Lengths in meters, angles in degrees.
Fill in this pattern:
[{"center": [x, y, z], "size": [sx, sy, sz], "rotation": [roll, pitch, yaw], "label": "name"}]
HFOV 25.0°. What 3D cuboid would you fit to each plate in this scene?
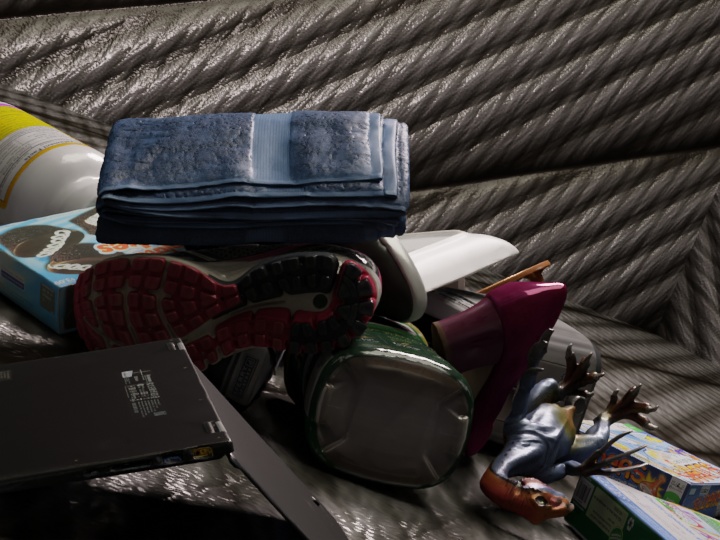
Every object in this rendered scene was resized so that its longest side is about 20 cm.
[{"center": [0.000, 0.000, 1.355], "size": [0.199, 0.033, 0.199], "rotation": [-4, 11, 41], "label": "plate"}]

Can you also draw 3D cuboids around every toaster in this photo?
[{"center": [0.092, 0.074, 1.355], "size": [0.129, 0.114, 0.200], "rotation": [15, 7, -41], "label": "toaster"}]

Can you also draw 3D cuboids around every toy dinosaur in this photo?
[{"center": [0.132, 0.130, 1.123], "size": [0.105, 0.200, 0.181], "rotation": [42, 49, 15], "label": "toy dinosaur"}]

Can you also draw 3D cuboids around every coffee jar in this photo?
[{"center": [0.006, 0.077, 1.084], "size": [0.104, 0.086, 0.200], "rotation": [14, 7, -10], "label": "coffee jar"}]

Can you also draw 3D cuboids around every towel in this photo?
[{"center": [-0.068, -0.064, 1.034], "size": [0.198, 0.049, 0.112], "rotation": [-2, 38, 2], "label": "towel"}]

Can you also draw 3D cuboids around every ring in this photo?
[{"center": [0.090, 0.039, 1.533], "size": [0.019, 0.199, 0.200], "rotation": [65, 9, 3], "label": "ring"}]

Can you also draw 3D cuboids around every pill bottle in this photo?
[{"center": [-0.250, -0.058, 1.269], "size": [0.104, 0.105, 0.200], "rotation": [17, 8, -47], "label": "pill bottle"}]

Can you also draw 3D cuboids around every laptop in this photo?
[{"center": [-0.093, 0.110, 0.746], "size": [0.199, 0.117, 0.187], "rotation": [-8, 12, -11], "label": "laptop"}]

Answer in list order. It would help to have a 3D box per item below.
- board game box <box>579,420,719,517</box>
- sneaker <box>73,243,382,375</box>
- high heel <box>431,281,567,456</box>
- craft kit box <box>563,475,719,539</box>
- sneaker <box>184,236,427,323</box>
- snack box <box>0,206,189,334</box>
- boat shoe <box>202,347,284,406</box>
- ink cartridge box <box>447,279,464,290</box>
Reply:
[{"center": [0.259, 0.177, 1.451], "size": [0.135, 0.035, 0.200], "rotation": [25, 6, 27], "label": "board game box"}, {"center": [-0.084, 0.023, 1.027], "size": [0.198, 0.081, 0.075], "rotation": [-1, 12, 9], "label": "sneaker"}, {"center": [0.104, 0.075, 1.172], "size": [0.200, 0.096, 0.068], "rotation": [82, -13, -65], "label": "high heel"}, {"center": [0.257, 0.209, 1.074], "size": [0.196, 0.049, 0.200], "rotation": [19, 6, -15], "label": "craft kit box"}, {"center": [-0.052, -0.015, 1.097], "size": [0.200, 0.071, 0.099], "rotation": [39, 45, 20], "label": "sneaker"}, {"center": [-0.157, -0.013, 1.147], "size": [0.199, 0.037, 0.116], "rotation": [-15, 30, -39], "label": "snack box"}, {"center": [-0.087, 0.045, 1.145], "size": [0.067, 0.072, 0.200], "rotation": [24, 12, 2], "label": "boat shoe"}, {"center": [-0.024, -0.001, 1.529], "size": [0.162, 0.050, 0.200], "rotation": [-23, 35, -33], "label": "ink cartridge box"}]
